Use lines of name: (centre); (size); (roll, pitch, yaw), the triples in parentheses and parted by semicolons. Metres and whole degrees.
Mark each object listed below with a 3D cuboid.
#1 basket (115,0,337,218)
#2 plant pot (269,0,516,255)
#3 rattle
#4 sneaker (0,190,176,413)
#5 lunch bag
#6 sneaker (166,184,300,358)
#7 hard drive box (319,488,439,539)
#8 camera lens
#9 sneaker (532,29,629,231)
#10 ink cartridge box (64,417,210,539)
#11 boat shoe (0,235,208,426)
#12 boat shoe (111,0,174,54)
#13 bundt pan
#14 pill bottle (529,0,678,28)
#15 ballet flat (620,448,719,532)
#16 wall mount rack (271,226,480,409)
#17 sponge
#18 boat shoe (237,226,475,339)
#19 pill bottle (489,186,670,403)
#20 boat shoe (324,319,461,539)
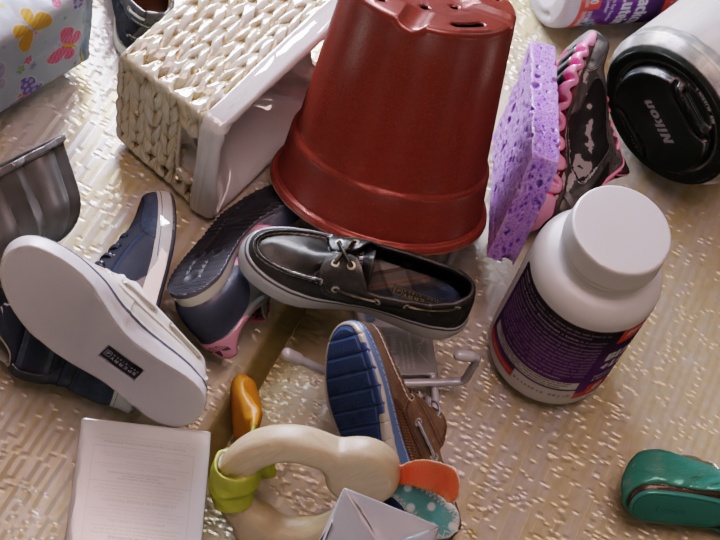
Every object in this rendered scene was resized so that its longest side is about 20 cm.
basket: (-0.114, -0.172, 1.469); (0.123, 0.136, 0.200); (36, 58, 14)
plant pot: (0.038, -0.150, 1.414); (0.199, 0.196, 0.201); (11, 32, -7)
rattle: (-0.012, 0.142, 1.300); (0.198, 0.131, 0.143); (-14, 19, 16)
sneaker: (-0.233, 0.006, 1.363); (0.145, 0.077, 0.204); (15, 58, -8)
lunch bag: (-0.361, -0.240, 1.455); (0.200, 0.128, 0.169); (41, 56, 20)
sneaker: (-0.096, -0.003, 1.420); (0.070, 0.083, 0.200); (-5, 30, 34)
hard drive box: (-0.021, 0.273, 1.178); (0.076, 0.200, 0.157); (22, 56, 1)
camera lens: (0.344, -0.188, 1.573); (0.200, 0.160, 0.160); (-36, 73, -30)
sneaker: (0.209, -0.122, 1.538); (0.095, 0.079, 0.202); (17, 80, -11)
ink cartridge box: (-0.175, 0.218, 1.258); (0.103, 0.059, 0.201); (8, 58, -9)
boat shoe: (-0.193, 0.036, 1.276); (0.200, 0.071, 0.070); (40, 25, -21)
boat shoe: (-0.211, -0.294, 1.559); (0.071, 0.068, 0.201); (-6, 59, -15)
bundt pan: (-0.307, -0.031, 1.312); (0.201, 0.201, 0.076); (-32, 101, -28)
pill bottle: (0.276, -0.305, 1.657); (0.198, 0.112, 0.112); (-7, 61, -17)
ballet flat: (0.315, 0.190, 1.395); (0.198, 0.068, 0.071); (15, 43, -7)
wall mount rack: (0.007, 0.034, 1.406); (0.172, 0.075, 0.201); (0, 59, -13)
sponge: (0.145, -0.108, 1.469); (0.030, 0.112, 0.201); (17, 36, -6)
boat shoe: (0.000, 0.000, 1.350); (0.198, 0.057, 0.069); (16, 56, -7)
pill bottle: (0.185, 0.019, 1.375); (0.110, 0.200, 0.112); (6, 58, -10)
boat shoe: (0.029, 0.132, 1.333); (0.072, 0.072, 0.202); (-18, 96, -38)
